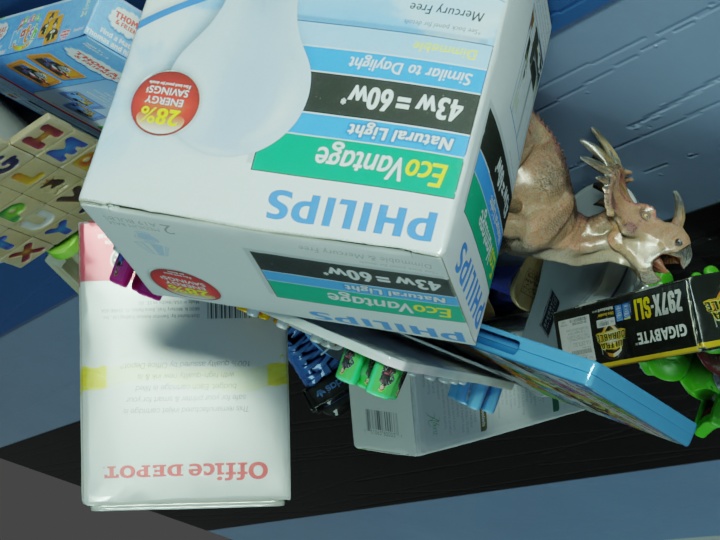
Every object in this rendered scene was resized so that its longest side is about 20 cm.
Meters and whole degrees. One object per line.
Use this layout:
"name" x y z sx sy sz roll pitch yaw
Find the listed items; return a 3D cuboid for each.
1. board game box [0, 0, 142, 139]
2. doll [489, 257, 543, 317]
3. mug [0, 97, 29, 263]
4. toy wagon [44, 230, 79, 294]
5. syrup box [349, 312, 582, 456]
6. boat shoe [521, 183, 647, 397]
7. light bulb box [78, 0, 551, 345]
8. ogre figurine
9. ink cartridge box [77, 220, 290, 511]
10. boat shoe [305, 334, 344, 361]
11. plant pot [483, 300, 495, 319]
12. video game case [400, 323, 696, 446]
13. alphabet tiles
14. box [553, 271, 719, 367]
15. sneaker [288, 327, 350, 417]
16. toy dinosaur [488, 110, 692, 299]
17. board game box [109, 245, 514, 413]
"board game box" -0.162 -0.124 1.089 0.151 0.037 0.200 29 164 -34
"doll" 0.083 0.015 1.299 0.136 0.049 0.200 19 167 -31
"mug" -0.310 -0.087 1.228 0.149 0.187 0.153 -38 152 10
"toy wagon" -0.152 0.017 1.291 0.200 0.040 0.155 10 156 29
"syrup box" 0.092 0.086 1.298 0.200 0.082 0.079 -9 -173 -38
"boat shoe" 0.169 0.012 1.165 0.065 0.074 0.200 -6 143 -21
"light bulb box" -0.016 -0.085 0.877 0.198 0.200 0.125 8 159 16
"ogre figurine" 0.282 0.066 1.226 0.200 0.098 0.120 8 151 -8
"ink cartridge box" -0.125 0.068 1.164 0.145 0.200 0.083 0 173 -6
"boat shoe" -0.014 0.015 1.268 0.069 0.084 0.200 17 154 34
"plant pot" 0.015 -0.043 1.040 0.200 0.027 0.200 53 178 2
"video game case" 0.096 0.056 1.035 0.200 0.018 0.143 19 172 40
"alphabet tiles" -0.250 -0.046 1.147 0.166 0.006 0.200 -32 161 11
"box" 0.251 0.024 1.065 0.200 0.049 0.160 -8 173 -25
"sneaker" -0.033 0.063 1.367 0.077 0.111 0.200 -31 166 2
"toy dinosaur" 0.102 -0.062 1.020 0.200 0.135 0.086 52 179 -14
"board game box" -0.027 0.038 1.006 0.200 0.026 0.200 22 -178 25
